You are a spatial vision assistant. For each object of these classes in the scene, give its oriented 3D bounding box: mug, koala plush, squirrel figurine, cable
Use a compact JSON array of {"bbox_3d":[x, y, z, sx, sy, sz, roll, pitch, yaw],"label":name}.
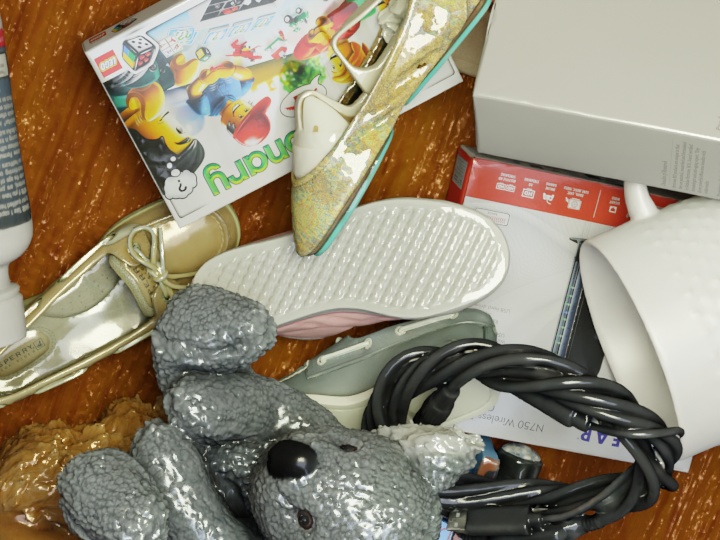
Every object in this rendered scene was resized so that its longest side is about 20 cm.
[{"bbox_3d":[0.235,-0.006,1.360,0.175,0.148,0.201,-22,90,-7],"label":"mug"},{"bbox_3d":[-0.033,0.132,1.279,0.178,0.199,0.184,-61,141,-25],"label":"koala plush"},{"bbox_3d":[-0.154,0.184,1.391,0.186,0.142,0.201,9,104,-18],"label":"squirrel figurine"},{"bbox_3d":[0.101,0.100,1.328,0.199,0.051,0.164,-12,124,34],"label":"cable"}]

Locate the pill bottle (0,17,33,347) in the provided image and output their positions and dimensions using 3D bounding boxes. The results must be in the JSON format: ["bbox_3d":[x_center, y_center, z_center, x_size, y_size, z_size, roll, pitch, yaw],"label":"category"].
[{"bbox_3d":[-0.259,-0.052,1.312,0.119,0.120,0.201,-9,98,-7],"label":"pill bottle"}]

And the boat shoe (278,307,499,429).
[{"bbox_3d":[0.003,0.074,1.407,0.199,0.062,0.073,-18,135,30],"label":"boat shoe"}]

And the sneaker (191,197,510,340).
[{"bbox_3d":[0.000,0.000,1.381,0.199,0.105,0.076,-10,87,11],"label":"sneaker"}]

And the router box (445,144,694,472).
[{"bbox_3d":[0.142,0.026,1.446,0.199,0.049,0.181,10,101,-12],"label":"router box"}]

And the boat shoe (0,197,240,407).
[{"bbox_3d":[-0.161,0.021,1.385,0.200,0.063,0.073,-30,107,-2],"label":"boat shoe"}]

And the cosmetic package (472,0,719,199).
[{"bbox_3d":[0.174,-0.114,1.303,0.199,0.085,0.108,12,69,12],"label":"cosmetic package"}]

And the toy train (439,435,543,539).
[{"bbox_3d":[0.051,0.200,1.456,0.114,0.087,0.201,19,100,-8],"label":"toy train"}]

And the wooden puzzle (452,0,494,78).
[{"bbox_3d":[0.078,-0.217,1.378,0.199,0.046,0.186,18,100,-13],"label":"wooden puzzle"}]

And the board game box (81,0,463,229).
[{"bbox_3d":[-0.053,-0.127,1.338,0.199,0.035,0.127,-28,111,0],"label":"board game box"}]

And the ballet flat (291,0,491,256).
[{"bbox_3d":[0.000,-0.105,1.302,0.071,0.071,0.201,33,94,-15],"label":"ballet flat"}]
